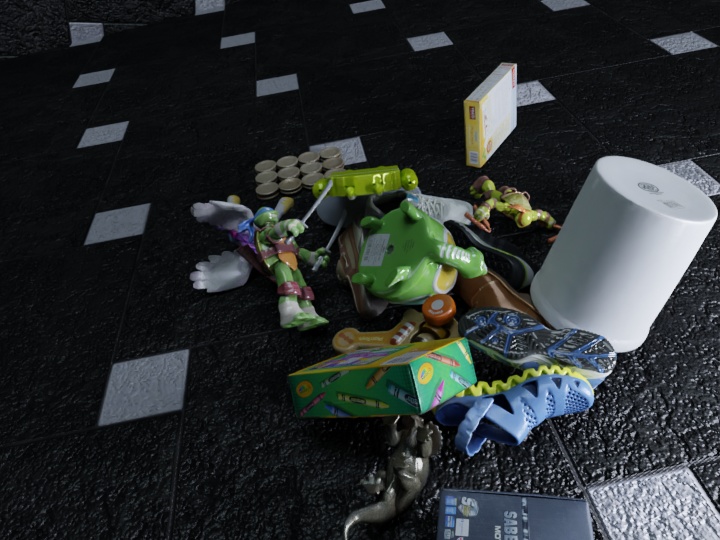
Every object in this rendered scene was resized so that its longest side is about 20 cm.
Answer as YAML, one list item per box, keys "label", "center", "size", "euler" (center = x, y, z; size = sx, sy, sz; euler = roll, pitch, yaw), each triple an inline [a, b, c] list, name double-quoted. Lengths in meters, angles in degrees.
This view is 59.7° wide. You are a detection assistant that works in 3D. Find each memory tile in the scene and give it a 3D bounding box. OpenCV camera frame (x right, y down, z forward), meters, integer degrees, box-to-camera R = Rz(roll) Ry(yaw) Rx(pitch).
- label: "memory tile"
  center: [-0.130, -0.211, 1.353]
  size: [0.197, 0.017, 0.154]
  euler: [-12, 38, -4]

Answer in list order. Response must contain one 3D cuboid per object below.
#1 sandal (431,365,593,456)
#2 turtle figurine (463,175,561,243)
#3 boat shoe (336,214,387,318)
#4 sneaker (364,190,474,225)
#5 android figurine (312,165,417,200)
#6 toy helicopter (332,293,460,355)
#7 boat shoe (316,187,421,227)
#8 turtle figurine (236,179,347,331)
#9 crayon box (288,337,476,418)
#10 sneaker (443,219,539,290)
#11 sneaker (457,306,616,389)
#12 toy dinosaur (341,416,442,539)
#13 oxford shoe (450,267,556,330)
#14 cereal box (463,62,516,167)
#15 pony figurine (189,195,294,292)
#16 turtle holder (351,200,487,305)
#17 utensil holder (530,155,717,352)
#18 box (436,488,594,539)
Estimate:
- label: "sandal"
  center: [0.182, 0.174, 0.756]
  size: [0.197, 0.080, 0.088]
  euler: [-13, 40, 10]
- label: "turtle figurine"
  center: [0.247, -0.114, 1.074]
  size: [0.197, 0.065, 0.162]
  euler: [4, 26, -18]
- label: "boat shoe"
  center: [0.000, 0.000, 1.024]
  size: [0.071, 0.076, 0.202]
  euler: [-32, 39, 27]
- label: "sneaker"
  center: [0.101, -0.103, 1.089]
  size: [0.197, 0.087, 0.076]
  euler: [-2, 64, 3]
- label: "android figurine"
  center: [0.008, -0.150, 1.065]
  size: [0.179, 0.042, 0.200]
  euler: [-6, 14, 1]
- label: "toy helicopter"
  center: [0.048, 0.110, 0.879]
  size: [0.197, 0.079, 0.133]
  euler: [-4, 46, 25]
- label: "boat shoe"
  center: [0.018, -0.124, 1.180]
  size: [0.197, 0.075, 0.065]
  euler: [-4, 10, 5]
- label: "turtle figurine"
  center: [-0.078, -0.019, 0.941]
  size: [0.197, 0.144, 0.197]
  euler: [-10, 76, -19]
- label: "crayon box"
  center: [0.023, 0.130, 0.754]
  size: [0.198, 0.059, 0.118]
  euler: [-14, 0, 42]
- label: "sneaker"
  center: [0.208, -0.020, 1.016]
  size: [0.082, 0.073, 0.200]
  euler: [-4, 31, -36]
- label: "sneaker"
  center: [0.218, 0.107, 0.806]
  size: [0.198, 0.078, 0.076]
  euler: [19, 52, 19]
- label: "toy dinosaur"
  center: [0.047, 0.228, 0.702]
  size: [0.076, 0.103, 0.201]
  euler: [3, 48, 26]
- label: "oxford shoe"
  center: [0.183, 0.048, 0.915]
  size: [0.071, 0.072, 0.199]
  euler: [-35, 46, -24]
- label: "cereal box"
  center: [0.274, -0.326, 1.308]
  size: [0.039, 0.145, 0.200]
  euler: [14, 43, 29]
- label: "pony figurine"
  center: [-0.192, -0.060, 1.078]
  size: [0.190, 0.169, 0.201]
  euler: [1, 32, -12]
- label: "turtle holder"
  center: [0.088, -0.023, 0.913]
  size: [0.185, 0.131, 0.143]
  euler: [-34, 46, 35]
- label: "utensil holder"
  center: [0.340, -0.025, 0.827]
  size: [0.167, 0.202, 0.171]
  euler: [10, 34, -7]
- label: "box"
  center: [0.147, 0.313, 0.599]
  size: [0.155, 0.052, 0.201]
  euler: [1, 39, 12]
